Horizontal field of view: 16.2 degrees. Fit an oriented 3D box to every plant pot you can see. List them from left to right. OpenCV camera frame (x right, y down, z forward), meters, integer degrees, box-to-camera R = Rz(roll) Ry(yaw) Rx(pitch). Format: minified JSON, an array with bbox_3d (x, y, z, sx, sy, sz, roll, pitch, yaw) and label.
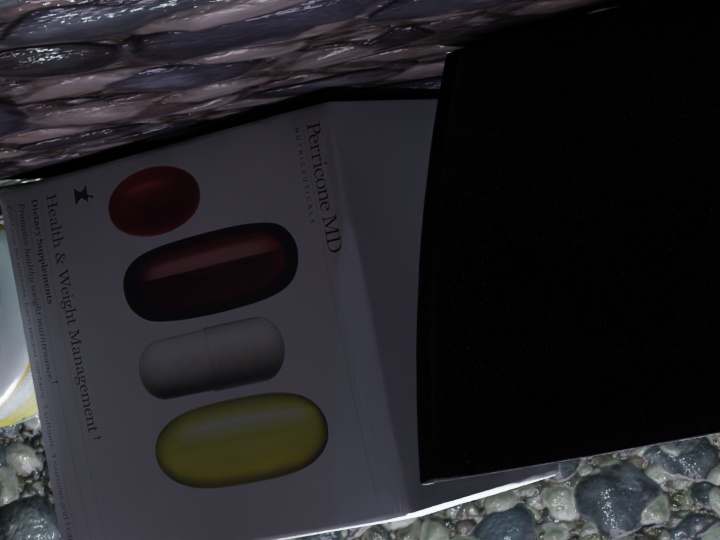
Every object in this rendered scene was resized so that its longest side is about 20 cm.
[{"bbox_3d":[0.134,-0.020,1.069,0.199,0.178,0.200,-13,177,26],"label":"plant pot"}]

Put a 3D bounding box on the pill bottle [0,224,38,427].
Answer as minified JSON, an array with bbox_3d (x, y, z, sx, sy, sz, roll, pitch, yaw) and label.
[{"bbox_3d":[-0.211,0.027,1.278,0.112,0.113,0.200,-11,177,4],"label":"pill bottle"}]

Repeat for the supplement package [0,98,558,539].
[{"bbox_3d":[-0.040,0.031,1.209,0.199,0.192,0.147,-14,176,32],"label":"supplement package"}]
